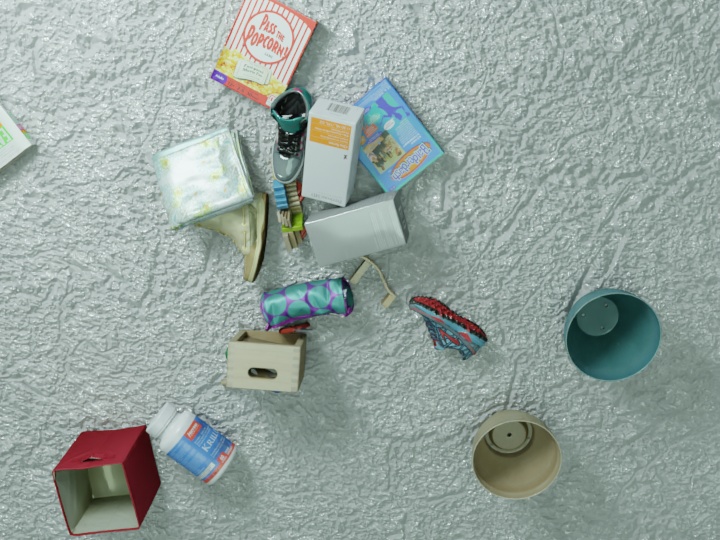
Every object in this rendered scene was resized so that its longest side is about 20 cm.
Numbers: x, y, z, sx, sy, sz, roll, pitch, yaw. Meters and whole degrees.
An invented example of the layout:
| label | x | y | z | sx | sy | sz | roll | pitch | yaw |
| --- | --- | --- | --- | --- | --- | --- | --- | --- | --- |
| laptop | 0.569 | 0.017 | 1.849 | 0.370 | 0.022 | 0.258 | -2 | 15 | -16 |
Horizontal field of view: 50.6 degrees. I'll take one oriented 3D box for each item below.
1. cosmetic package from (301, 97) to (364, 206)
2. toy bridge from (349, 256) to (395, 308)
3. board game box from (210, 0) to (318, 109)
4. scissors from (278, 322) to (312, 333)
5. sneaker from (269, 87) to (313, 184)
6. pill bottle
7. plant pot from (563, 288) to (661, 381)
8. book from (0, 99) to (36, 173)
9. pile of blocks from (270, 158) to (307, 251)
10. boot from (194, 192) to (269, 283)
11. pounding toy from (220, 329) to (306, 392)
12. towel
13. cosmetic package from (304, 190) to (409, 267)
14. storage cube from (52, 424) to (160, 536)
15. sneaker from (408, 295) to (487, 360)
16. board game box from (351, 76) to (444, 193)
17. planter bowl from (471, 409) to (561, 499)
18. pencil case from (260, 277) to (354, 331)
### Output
| label | x | y | z | sx | sy | sz | roll | pitch | yaw |
| --- | --- | --- | --- | --- | --- | --- | --- | --- | --- |
| cosmetic package | -0.058 | -0.240 | 1.561 | 0.101 | 0.071 | 0.201 | 14 | 130 | 7 |
| toy bridge | 0.000 | 0.000 | 1.697 | 0.200 | 0.027 | 0.067 | 37 | 103 | -9 |
| board game box | -0.196 | -0.450 | 1.554 | 0.151 | 0.046 | 0.201 | 26 | 106 | -6 |
| scissors | -0.141 | 0.132 | 1.661 | 0.073 | 0.200 | 0.014 | -11 | 93 | -7 |
| sneaker | -0.144 | -0.280 | 1.541 | 0.083 | 0.121 | 0.201 | 11 | 90 | 6 |
| pill bottle | -0.400 | 0.403 | 1.792 | 0.200 | 0.112 | 0.112 | 39 | 105 | -10 |
| plant pot | 0.532 | 0.121 | 1.658 | 0.199 | 0.135 | 0.201 | 0 | 108 | 2 |
| book | -0.810 | -0.313 | 1.624 | 0.133 | 0.048 | 0.200 | -35 | 101 | 8 |
| pile of blocks | -0.145 | -0.143 | 1.629 | 0.062 | 0.082 | 0.201 | -9 | 106 | 5 |
| boot | -0.284 | -0.079 | 1.659 | 0.155 | 0.073 | 0.201 | 8 | 106 | -1 |
| pounding toy | -0.228 | 0.216 | 1.705 | 0.199 | 0.184 | 0.143 | 4 | 95 | 1 |
| towel | -0.330 | -0.195 | 1.601 | 0.199 | 0.048 | 0.172 | -19 | 76 | 8 |
| cosmetic package | -0.007 | -0.088 | 1.605 | 0.199 | 0.090 | 0.107 | -12 | 108 | 14 |
| storage cube | -0.592 | 0.491 | 1.792 | 0.170 | 0.180 | 0.201 | -7 | 108 | 4 |
| sneaker | 0.183 | 0.136 | 1.706 | 0.200 | 0.079 | 0.096 | 32 | 108 | -7 |
| board game box | 0.057 | -0.279 | 1.598 | 0.152 | 0.045 | 0.200 | -37 | 102 | 12 |
| planter bowl | 0.349 | 0.404 | 1.753 | 0.199 | 0.135 | 0.201 | 1 | 107 | 2 |
| pencil case | -0.118 | 0.074 | 1.692 | 0.199 | 0.085 | 0.093 | -11 | 67 | 7 |
